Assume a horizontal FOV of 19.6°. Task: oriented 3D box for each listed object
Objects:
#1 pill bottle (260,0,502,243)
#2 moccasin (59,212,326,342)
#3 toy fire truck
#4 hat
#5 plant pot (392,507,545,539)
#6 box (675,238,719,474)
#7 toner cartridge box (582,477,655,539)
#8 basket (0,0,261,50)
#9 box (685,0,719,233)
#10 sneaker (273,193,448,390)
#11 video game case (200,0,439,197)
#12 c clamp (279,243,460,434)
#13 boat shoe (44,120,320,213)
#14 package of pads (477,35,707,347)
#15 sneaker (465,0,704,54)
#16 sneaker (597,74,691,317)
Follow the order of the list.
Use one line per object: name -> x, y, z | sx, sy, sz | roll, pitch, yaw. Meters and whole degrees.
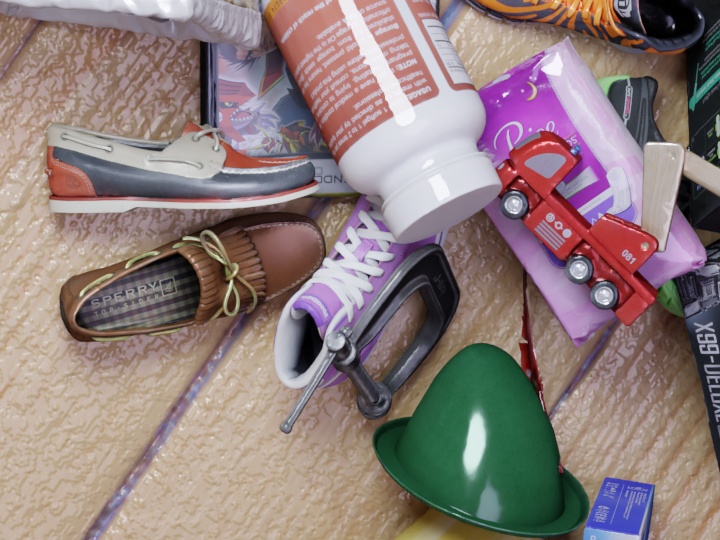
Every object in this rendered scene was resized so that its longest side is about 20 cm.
pill bottle -> 0.018, -0.126, 1.456 | 0.111, 0.112, 0.201 | -24, 78, -11
moccasin -> -0.119, 0.005, 1.514 | 0.199, 0.078, 0.074 | -11, 101, -14
toy fire truck -> 0.202, -0.041, 1.468 | 0.200, 0.049, 0.141 | 45, 101, 3
hat -> 0.106, 0.070, 1.528 | 0.164, 0.200, 0.178 | 3, 114, -35
plant pot -> 0.060, 0.277, 1.553 | 0.201, 0.200, 0.189 | 49, 68, -16
box -> 0.326, 0.064, 1.628 | 0.157, 0.049, 0.202 | -24, 105, -41
toner cartridge box -> 0.191, 0.221, 1.569 | 0.043, 0.200, 0.096 | 7, 96, 10
basket -> -0.170, -0.242, 1.380 | 0.196, 0.200, 0.163 | 8, 91, 10
box -> 0.334, -0.133, 1.560 | 0.147, 0.124, 0.202 | 8, 68, -16
sneaker -> 0.001, 0.001, 1.506 | 0.072, 0.114, 0.202 | 27, 103, 16
video game case -> -0.029, -0.155, 1.544 | 0.179, 0.025, 0.202 | -2, 98, -15
c clamp -> 0.012, 0.058, 1.515 | 0.027, 0.200, 0.172 | 33, 86, 19
boat shoe -> -0.128, -0.075, 1.489 | 0.198, 0.071, 0.063 | -1, 95, 6
package of pads -> 0.156, -0.059, 1.538 | 0.120, 0.076, 0.201 | -33, 91, 12
sneaker -> 0.168, -0.211, 1.546 | 0.198, 0.112, 0.078 | 12, 94, -17
sneaker -> 0.230, -0.057, 1.605 | 0.083, 0.077, 0.202 | -22, 104, -7
